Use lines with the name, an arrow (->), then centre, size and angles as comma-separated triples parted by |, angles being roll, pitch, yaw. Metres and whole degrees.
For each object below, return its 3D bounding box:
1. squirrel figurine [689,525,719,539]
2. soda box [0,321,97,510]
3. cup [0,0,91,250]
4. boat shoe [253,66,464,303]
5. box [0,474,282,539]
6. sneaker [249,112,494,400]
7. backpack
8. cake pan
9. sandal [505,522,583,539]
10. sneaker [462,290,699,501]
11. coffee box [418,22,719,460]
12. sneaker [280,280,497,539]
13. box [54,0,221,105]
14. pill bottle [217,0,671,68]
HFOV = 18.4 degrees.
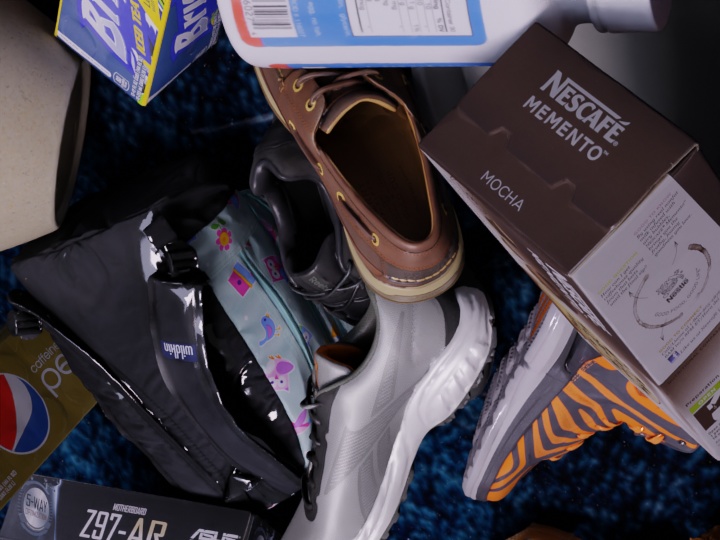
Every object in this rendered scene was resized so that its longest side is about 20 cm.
squirrel figurine -> 0.227, 0.236, 1.194 | 0.141, 0.187, 0.200 | -30, 104, 38
soda box -> -0.203, 0.076, 1.301 | 0.068, 0.200, 0.064 | 49, 130, -9
cup -> -0.229, -0.084, 1.231 | 0.143, 0.200, 0.201 | 10, 127, 0
boat shoe -> -0.002, -0.082, 1.134 | 0.068, 0.072, 0.200 | 89, 156, -72
box -> -0.104, 0.187, 1.358 | 0.160, 0.044, 0.200 | 6, 158, 25
sneaker -> 0.000, 0.000, 1.218 | 0.076, 0.091, 0.200 | -26, 108, 35
backpack -> -0.085, 0.039, 1.265 | 0.167, 0.127, 0.200 | -16, 116, 47
cake pan -> 0.123, -0.100, 1.121 | 0.200, 0.037, 0.201 | 13, 126, 19
sandal -> 0.091, 0.177, 1.309 | 0.200, 0.080, 0.054 | -13, 93, 38
sneaker -> 0.129, 0.080, 1.215 | 0.112, 0.078, 0.200 | 21, 142, -3
coffee box -> 0.124, -0.010, 1.018 | 0.113, 0.080, 0.200 | 44, 179, 39
sneaker -> -0.004, 0.084, 1.192 | 0.079, 0.074, 0.200 | 21, 111, -17
box -> -0.102, -0.175, 1.132 | 0.070, 0.064, 0.200 | 38, 149, 10
pill bottle -> 0.041, -0.150, 1.029 | 0.200, 0.112, 0.112 | 2, 122, 17
